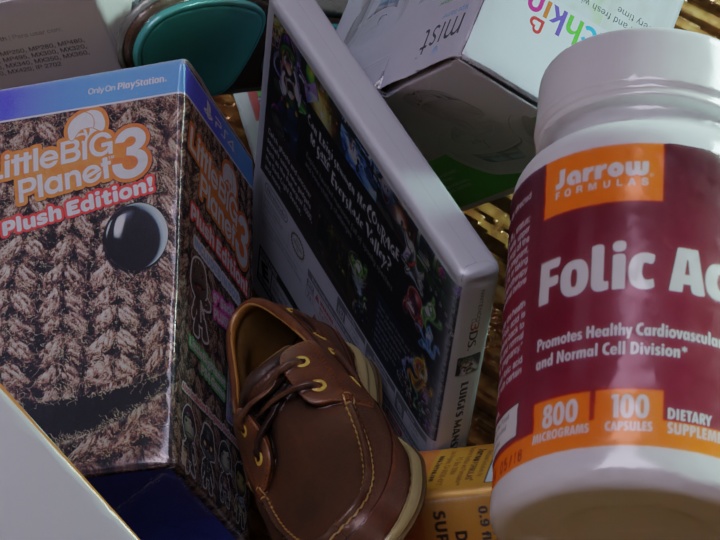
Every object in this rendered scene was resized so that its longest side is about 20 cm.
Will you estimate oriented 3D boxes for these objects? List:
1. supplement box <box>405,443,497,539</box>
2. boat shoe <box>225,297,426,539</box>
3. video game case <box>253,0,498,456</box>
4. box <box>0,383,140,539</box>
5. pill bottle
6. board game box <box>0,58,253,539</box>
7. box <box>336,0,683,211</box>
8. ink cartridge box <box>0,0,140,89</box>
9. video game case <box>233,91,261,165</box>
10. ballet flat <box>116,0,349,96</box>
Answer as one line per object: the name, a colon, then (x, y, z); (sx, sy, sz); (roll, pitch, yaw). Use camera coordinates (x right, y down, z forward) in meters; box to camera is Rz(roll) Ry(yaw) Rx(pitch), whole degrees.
supplement box: (0.109, 0.106, 1.011); (0.199, 0.067, 0.069); (-9, 11, 12)
boat shoe: (-0.025, 0.070, 1.008); (0.072, 0.068, 0.200); (-43, 21, 8)
video game case: (0.000, 0.000, 1.108); (0.023, 0.183, 0.200); (-14, 48, -21)
box: (-0.118, 0.136, 0.906); (0.097, 0.124, 0.200); (-42, 87, -9)
pill bottle: (0.112, 0.014, 0.944); (0.113, 0.114, 0.201); (-2, 61, 14)
board game box: (-0.138, 0.023, 1.096); (0.158, 0.097, 0.201); (-9, 61, 14)
box: (0.068, -0.133, 1.132); (0.096, 0.200, 0.177); (27, 72, -18)
ink cartridge box: (-0.141, -0.125, 1.226); (0.084, 0.201, 0.146); (-7, 52, 10)
video game case: (0.030, -0.113, 1.285); (0.199, 0.023, 0.183); (-20, 51, 1)
ballet flat: (-0.064, -0.122, 1.202); (0.064, 0.199, 0.068); (44, 116, 29)
